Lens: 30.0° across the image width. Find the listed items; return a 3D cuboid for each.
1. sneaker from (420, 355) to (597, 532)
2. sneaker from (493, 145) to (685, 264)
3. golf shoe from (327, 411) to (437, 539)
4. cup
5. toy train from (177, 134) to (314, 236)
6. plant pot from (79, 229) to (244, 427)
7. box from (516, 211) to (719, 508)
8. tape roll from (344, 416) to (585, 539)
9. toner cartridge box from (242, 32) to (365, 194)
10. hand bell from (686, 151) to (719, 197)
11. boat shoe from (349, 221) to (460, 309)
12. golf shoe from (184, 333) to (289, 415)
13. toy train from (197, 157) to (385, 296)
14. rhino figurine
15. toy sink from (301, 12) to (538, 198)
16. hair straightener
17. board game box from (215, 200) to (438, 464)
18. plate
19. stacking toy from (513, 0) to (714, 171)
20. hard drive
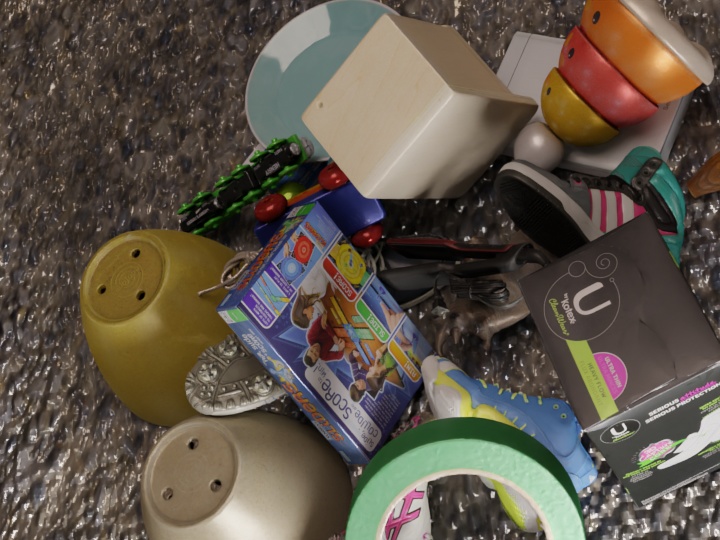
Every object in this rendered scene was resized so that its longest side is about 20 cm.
[{"bbox_3d":[0.138,0.139,1.203,0.104,0.076,0.201,-27,54,-13],"label":"sneaker"},{"bbox_3d":[0.219,-0.069,1.209,0.083,0.199,0.122,-21,38,60],"label":"sneaker"},{"bbox_3d":[0.031,0.226,1.203,0.091,0.073,0.202,30,77,-5],"label":"golf shoe"},{"bbox_3d":[-0.122,0.207,1.232,0.197,0.143,0.203,-10,60,19],"label":"cup"},{"bbox_3d":[-0.118,-0.086,1.389,0.199,0.056,0.042,-30,86,41],"label":"toy train"},{"bbox_3d":[-0.204,0.038,1.358,0.197,0.142,0.203,-11,60,20],"label":"plant pot"},{"bbox_3d":[0.231,0.078,1.101,0.123,0.200,0.150,-27,57,9],"label":"box"},{"bbox_3d":[0.086,0.223,1.108,0.198,0.202,0.048,-24,12,11],"label":"tape roll"},{"bbox_3d":[-0.028,-0.160,1.439,0.095,0.043,0.201,32,81,35],"label":"toner cartridge box"},{"bbox_3d":[0.386,-0.126,1.222,0.199,0.104,0.105,-34,54,21],"label":"hand bell"},{"bbox_3d":[0.000,0.000,1.331,0.197,0.062,0.076,-12,54,17],"label":"boat shoe"},{"bbox_3d":[-0.081,0.098,1.259,0.199,0.098,0.078,-25,58,-36],"label":"golf shoe"},{"bbox_3d":[-0.074,-0.049,1.325,0.198,0.085,0.116,-26,24,10],"label":"toy train"},{"bbox_3d":[0.137,0.006,1.255,0.087,0.060,0.200,33,71,34],"label":"rhino figurine"},{"bbox_3d":[0.059,-0.153,1.272,0.131,0.199,0.112,-48,70,24],"label":"toy sink"},{"bbox_3d":[0.095,0.012,1.217,0.198,0.041,0.078,4,67,39],"label":"hair straightener"},{"bbox_3d":[-0.025,0.058,1.215,0.034,0.201,0.136,-9,36,50],"label":"board game box"},{"bbox_3d":[-0.029,-0.197,1.417,0.197,0.026,0.203,-10,62,19],"label":"plate"},{"bbox_3d":[0.219,-0.166,1.263,0.200,0.145,0.147,-47,54,15],"label":"stacking toy"},{"bbox_3d":[0.221,-0.163,1.336,0.198,0.027,0.133,16,73,30],"label":"hard drive"}]
